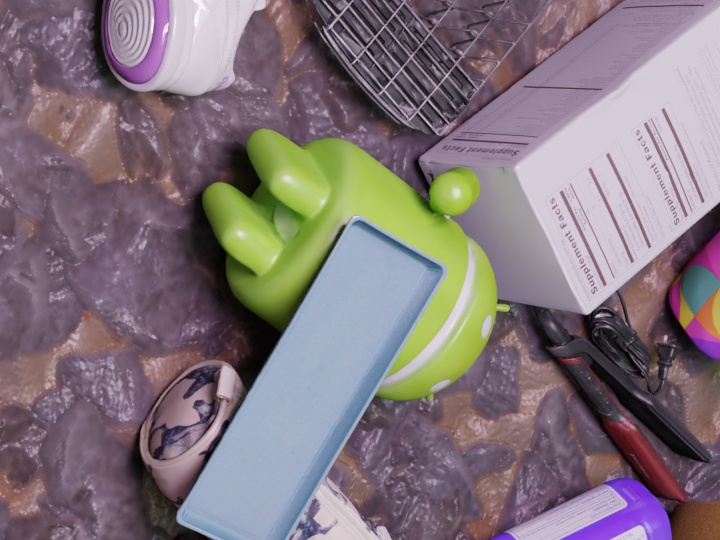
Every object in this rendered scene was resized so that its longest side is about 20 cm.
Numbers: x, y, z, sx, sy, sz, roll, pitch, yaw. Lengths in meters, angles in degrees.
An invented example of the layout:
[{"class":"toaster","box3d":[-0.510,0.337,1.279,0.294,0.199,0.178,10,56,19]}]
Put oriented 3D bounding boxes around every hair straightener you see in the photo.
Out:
[{"class":"hair straightener","box3d":[0.183,0.070,1.362,0.200,0.041,0.077,48,70,-23]}]

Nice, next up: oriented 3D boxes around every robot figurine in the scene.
[{"class":"robot figurine","box3d":[0.000,0.000,1.184,0.200,0.116,0.176,37,99,-29]}]

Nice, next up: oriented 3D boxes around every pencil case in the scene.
[{"class":"pencil case","box3d":[-0.048,0.141,1.187,0.089,0.078,0.200,-30,118,22]},{"class":"pencil case","box3d":[0.292,-0.019,1.333,0.088,0.089,0.201,0,139,-32]}]

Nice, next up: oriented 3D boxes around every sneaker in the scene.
[{"class":"sneaker","box3d":[-0.096,-0.199,1.140,0.099,0.074,0.202,7,92,-52]}]

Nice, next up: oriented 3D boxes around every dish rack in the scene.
[{"class":"dish rack","box3d":[0.053,-0.192,1.236,0.153,0.054,0.200,46,73,-26]}]

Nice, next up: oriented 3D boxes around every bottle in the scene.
[{"class":"bottle","box3d":[0.112,0.209,1.304,0.199,0.065,0.084,-23,132,-22]}]

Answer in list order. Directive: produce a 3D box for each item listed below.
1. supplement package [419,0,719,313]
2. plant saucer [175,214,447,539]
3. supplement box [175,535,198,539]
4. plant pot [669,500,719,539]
[{"class":"supplement package","box3d":[0.158,-0.077,1.270,0.200,0.113,0.110,-38,113,-22]},{"class":"plant saucer","box3d":[-0.029,0.067,1.117,0.070,0.019,0.201,28,96,-26]},{"class":"supplement box","box3d":[-0.126,0.260,1.125,0.199,0.131,0.104,-35,114,-24]},{"class":"plant pot","box3d":[0.261,0.265,1.363,0.185,0.186,0.202,13,74,-33]}]
